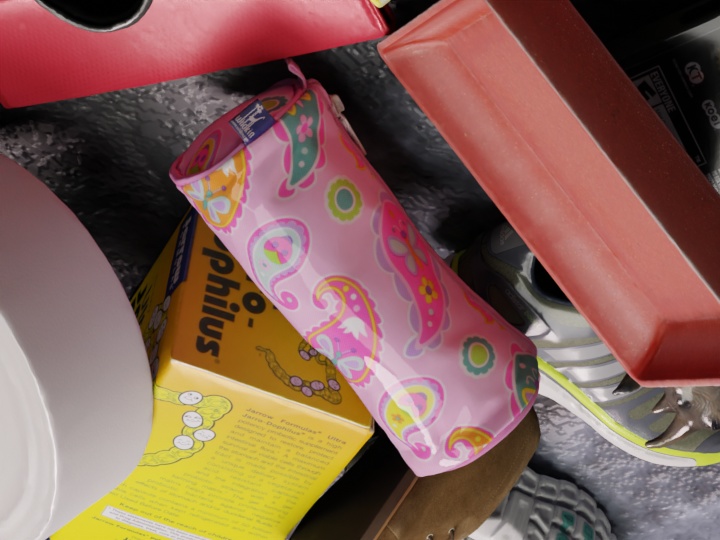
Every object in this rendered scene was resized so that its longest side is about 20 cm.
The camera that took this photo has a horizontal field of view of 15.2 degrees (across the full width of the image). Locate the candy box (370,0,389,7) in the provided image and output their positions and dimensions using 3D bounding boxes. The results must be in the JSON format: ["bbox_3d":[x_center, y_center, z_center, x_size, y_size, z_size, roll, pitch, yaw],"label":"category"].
[{"bbox_3d":[-0.009,-0.193,0.928,0.102,0.026,0.200,-37,123,3],"label":"candy box"}]

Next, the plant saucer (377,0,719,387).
[{"bbox_3d":[0.098,-0.039,1.142,0.200,0.037,0.200,52,171,-4],"label":"plant saucer"}]

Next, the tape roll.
[{"bbox_3d":[-0.195,0.040,1.313,0.202,0.071,0.203,23,130,31],"label":"tape roll"}]

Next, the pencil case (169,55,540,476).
[{"bbox_3d":[0.000,0.000,1.257,0.087,0.088,0.200,-28,107,37],"label":"pencil case"}]

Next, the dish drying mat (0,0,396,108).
[{"bbox_3d":[-0.088,-0.117,1.222,0.199,0.018,0.077,-9,140,21],"label":"dish drying mat"}]

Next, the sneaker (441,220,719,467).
[{"bbox_3d":[0.130,0.034,1.336,0.199,0.074,0.081,23,137,-22],"label":"sneaker"}]

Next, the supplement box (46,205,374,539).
[{"bbox_3d":[-0.075,0.070,1.384,0.109,0.109,0.200,19,140,-15],"label":"supplement box"}]

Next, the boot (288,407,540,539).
[{"bbox_3d":[0.022,0.127,1.366,0.075,0.200,0.074,47,158,-23],"label":"boot"}]

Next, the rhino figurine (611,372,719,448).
[{"bbox_3d":[0.168,0.001,1.255,0.087,0.060,0.201,16,119,-7],"label":"rhino figurine"}]

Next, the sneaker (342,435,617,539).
[{"bbox_3d":[0.068,0.143,1.496,0.091,0.078,0.200,-12,134,43],"label":"sneaker"}]

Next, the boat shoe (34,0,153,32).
[{"bbox_3d":[-0.126,-0.167,0.929,0.073,0.063,0.202,-15,133,25],"label":"boat shoe"}]

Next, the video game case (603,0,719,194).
[{"bbox_3d":[0.218,-0.047,1.178,0.180,0.026,0.200,-23,118,14],"label":"video game case"}]
